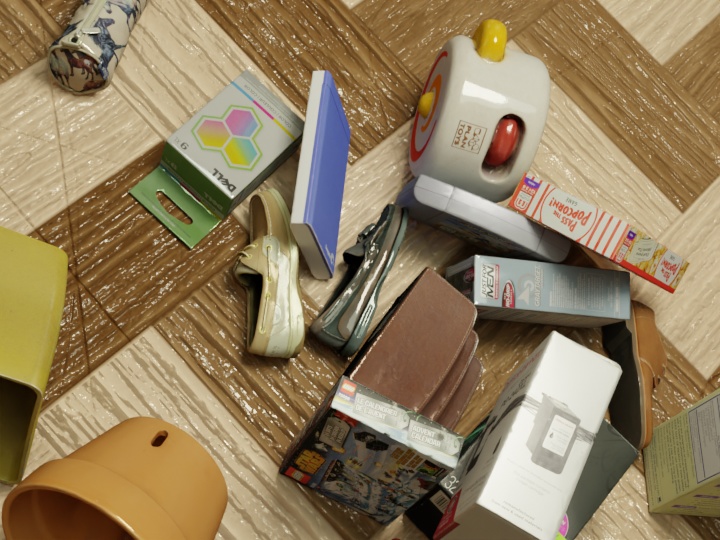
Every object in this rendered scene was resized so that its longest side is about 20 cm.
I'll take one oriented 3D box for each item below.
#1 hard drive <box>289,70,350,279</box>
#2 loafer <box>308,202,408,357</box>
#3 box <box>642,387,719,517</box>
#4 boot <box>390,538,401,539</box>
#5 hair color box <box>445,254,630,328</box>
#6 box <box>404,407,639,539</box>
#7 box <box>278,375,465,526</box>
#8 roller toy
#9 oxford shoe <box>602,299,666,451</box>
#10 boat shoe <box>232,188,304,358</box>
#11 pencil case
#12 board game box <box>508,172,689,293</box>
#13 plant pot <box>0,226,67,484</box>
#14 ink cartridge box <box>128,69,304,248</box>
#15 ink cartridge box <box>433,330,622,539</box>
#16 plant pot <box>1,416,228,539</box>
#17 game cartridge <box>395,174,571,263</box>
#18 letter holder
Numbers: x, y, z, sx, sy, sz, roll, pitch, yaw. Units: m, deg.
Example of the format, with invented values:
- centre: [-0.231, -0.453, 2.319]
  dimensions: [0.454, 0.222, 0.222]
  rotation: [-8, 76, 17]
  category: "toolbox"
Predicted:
- centre: [-0.044, -0.110, 1.365]
  dimensions: [0.025, 0.132, 0.202]
  rotation: [0, 63, 12]
  category: "hard drive"
- centre: [0.000, 0.000, 1.360]
  dimensions: [0.062, 0.072, 0.201]
  rotation: [25, 63, -8]
  category: "loafer"
- centre: [0.448, 0.211, 1.339]
  dimensions: [0.174, 0.200, 0.098]
  rotation: [7, 64, -15]
  category: "box"
- centre: [-0.048, 0.318, 1.199]
  dimensions: [0.144, 0.073, 0.200]
  rotation: [44, 64, 6]
  category: "boot"
- centre: [0.209, 0.027, 1.396]
  dimensions: [0.198, 0.099, 0.061]
  rotation: [5, 79, -16]
  category: "hair color box"
- centre: [0.175, 0.231, 1.281]
  dimensions: [0.149, 0.124, 0.200]
  rotation: [44, 60, 6]
  category: "box"
- centre: [0.006, 0.189, 1.200]
  dimensions: [0.136, 0.200, 0.040]
  rotation: [27, 57, -5]
  category: "box"
- centre: [0.137, -0.185, 1.424]
  dimensions: [0.138, 0.200, 0.184]
  rotation: [15, 68, -10]
  category: "roller toy"
- centre: [0.341, 0.125, 1.420]
  dimensions: [0.071, 0.071, 0.202]
  rotation: [13, 61, -18]
  category: "oxford shoe"
- centre: [-0.108, 0.000, 1.322]
  dimensions: [0.066, 0.074, 0.202]
  rotation: [0, 66, -24]
  category: "boat shoe"
- centre: [-0.299, -0.307, 1.391]
  dimensions: [0.077, 0.090, 0.202]
  rotation: [22, 60, -7]
  category: "pencil case"
- centre: [0.284, -0.043, 1.387]
  dimensions: [0.151, 0.199, 0.047]
  rotation: [32, 97, 36]
  category: "board game box"
- centre: [-0.386, 0.060, 1.143]
  dimensions: [0.198, 0.201, 0.178]
  rotation: [20, 50, -9]
  category: "plant pot"
- centre: [-0.164, -0.132, 1.372]
  dimensions: [0.104, 0.059, 0.200]
  rotation: [42, 60, 3]
  category: "ink cartridge box"
- centre: [0.163, 0.179, 1.148]
  dimensions: [0.083, 0.145, 0.201]
  rotation: [29, 61, 1]
  category: "ink cartridge box"
- centre: [-0.219, 0.235, 1.121]
  dimensions: [0.199, 0.200, 0.140]
  rotation: [37, 44, 1]
  category: "plant pot"
- centre: [0.144, -0.055, 1.399]
  dimensions: [0.198, 0.133, 0.042]
  rotation: [23, 88, -7]
  category: "game cartridge"
- centre: [0.062, 0.125, 1.307]
  dimensions: [0.142, 0.101, 0.200]
  rotation: [38, 60, -1]
  category: "letter holder"
